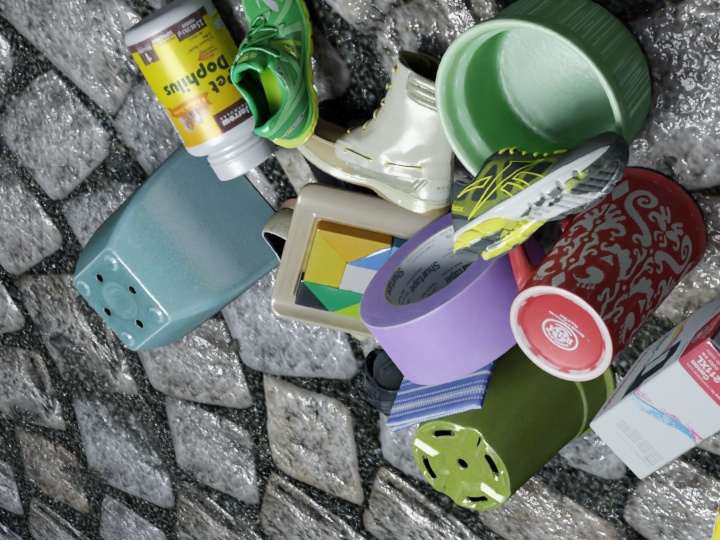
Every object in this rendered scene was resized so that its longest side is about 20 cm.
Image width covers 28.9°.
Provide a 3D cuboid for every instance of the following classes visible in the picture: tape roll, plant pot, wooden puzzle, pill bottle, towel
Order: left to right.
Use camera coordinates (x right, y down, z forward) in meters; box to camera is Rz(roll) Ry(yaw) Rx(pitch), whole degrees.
[{"bbox_3d":[-0.237,-0.016,1.730,0.196,0.200,0.196,50,138,-5],"label":"plant pot"},{"bbox_3d":[-0.176,-0.208,1.594,0.109,0.109,0.201,-12,114,44],"label":"pill bottle"},{"bbox_3d":[0.000,0.000,1.609,0.184,0.037,0.201,12,131,-6],"label":"wooden puzzle"},{"bbox_3d":[0.102,0.021,1.474,0.199,0.200,0.085,-15,122,45],"label":"tape roll"},{"bbox_3d":[0.110,0.083,1.531,0.024,0.201,0.144,42,141,-24],"label":"towel"},{"bbox_3d":[0.156,0.161,1.559,0.199,0.190,0.201,21,133,24],"label":"plant pot"}]

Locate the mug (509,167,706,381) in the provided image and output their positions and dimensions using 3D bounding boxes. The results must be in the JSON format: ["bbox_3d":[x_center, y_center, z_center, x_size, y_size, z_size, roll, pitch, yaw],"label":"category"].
[{"bbox_3d":[0.220,0.004,1.371,0.177,0.200,0.134,10,129,33],"label":"mug"}]

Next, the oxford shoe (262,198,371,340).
[{"bbox_3d":[-0.052,0.013,1.695,0.200,0.074,0.071,53,138,-8],"label":"oxford shoe"}]

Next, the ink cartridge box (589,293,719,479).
[{"bbox_3d":[0.339,0.103,1.394,0.083,0.146,0.200,45,139,2],"label":"ink cartridge box"}]

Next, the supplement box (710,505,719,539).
[{"bbox_3d":[0.429,0.235,1.386,0.109,0.200,0.109,23,135,24],"label":"supplement box"}]

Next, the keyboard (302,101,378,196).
[{"bbox_3d":[0.003,-0.104,1.600,0.127,0.021,0.201,-13,114,46],"label":"keyboard"}]

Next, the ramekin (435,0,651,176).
[{"bbox_3d":[0.181,-0.168,1.342,0.199,0.098,0.201,22,134,25],"label":"ramekin"}]

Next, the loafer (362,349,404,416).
[{"bbox_3d":[0.039,0.131,1.673,0.200,0.068,0.071,-177,69,-77],"label":"loafer"}]

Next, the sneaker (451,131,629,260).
[{"bbox_3d":[0.155,-0.085,1.297,0.199,0.074,0.085,-31,63,31],"label":"sneaker"}]

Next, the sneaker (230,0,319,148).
[{"bbox_3d":[-0.096,-0.232,1.492,0.074,0.083,0.201,-21,76,38],"label":"sneaker"}]

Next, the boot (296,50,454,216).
[{"bbox_3d":[0.024,-0.163,1.481,0.199,0.072,0.155,27,123,24],"label":"boot"}]
